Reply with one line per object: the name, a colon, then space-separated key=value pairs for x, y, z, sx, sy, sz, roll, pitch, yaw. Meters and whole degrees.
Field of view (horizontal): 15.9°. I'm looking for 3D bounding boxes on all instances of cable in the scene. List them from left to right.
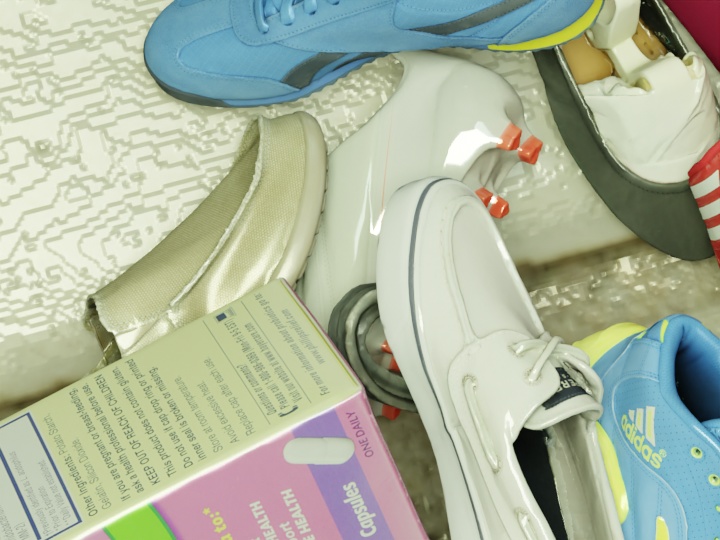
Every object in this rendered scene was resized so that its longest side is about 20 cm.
cable: x=0.067 y=0.071 z=1.062 sx=0.097 sy=0.050 sz=0.200 roll=-42 pitch=123 yaw=-16

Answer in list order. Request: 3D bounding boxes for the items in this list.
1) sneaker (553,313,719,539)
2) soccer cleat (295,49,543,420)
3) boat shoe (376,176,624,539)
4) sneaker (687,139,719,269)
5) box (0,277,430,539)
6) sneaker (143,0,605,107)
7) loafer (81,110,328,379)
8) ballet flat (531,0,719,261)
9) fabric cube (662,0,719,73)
sneaker: x=0.132 y=0.108 z=1.006 sx=0.076 sy=0.105 sz=0.200 roll=-11 pitch=72 yaw=-29
soccer cleat: x=0.000 y=0.000 z=1.084 sx=0.078 sy=0.069 sz=0.200 roll=30 pitch=88 yaw=23
boat shoe: x=0.062 y=0.055 z=0.997 sx=0.072 sy=0.066 sz=0.200 roll=3 pitch=72 yaw=-46
sneaker: x=0.194 y=-0.010 z=1.018 sx=0.078 sy=0.200 sz=0.116 roll=-44 pitch=116 yaw=-20
box: x=-0.072 y=0.134 z=0.996 sx=0.200 sy=0.097 sz=0.176 roll=-27 pitch=123 yaw=-7
sneaker: x=-0.001 y=-0.118 z=1.049 sx=0.200 sy=0.078 sz=0.066 roll=-9 pitch=67 yaw=15
loafer: x=-0.076 y=0.018 z=1.057 sx=0.068 sy=0.076 sz=0.200 roll=27 pitch=83 yaw=-13
ballet flat: x=0.107 y=-0.094 z=1.101 sx=0.068 sy=0.068 sz=0.200 roll=-31 pitch=92 yaw=-12
fabric cube: x=0.264 y=-0.129 z=1.066 sx=0.200 sy=0.199 sz=0.196 roll=-41 pitch=95 yaw=-10
